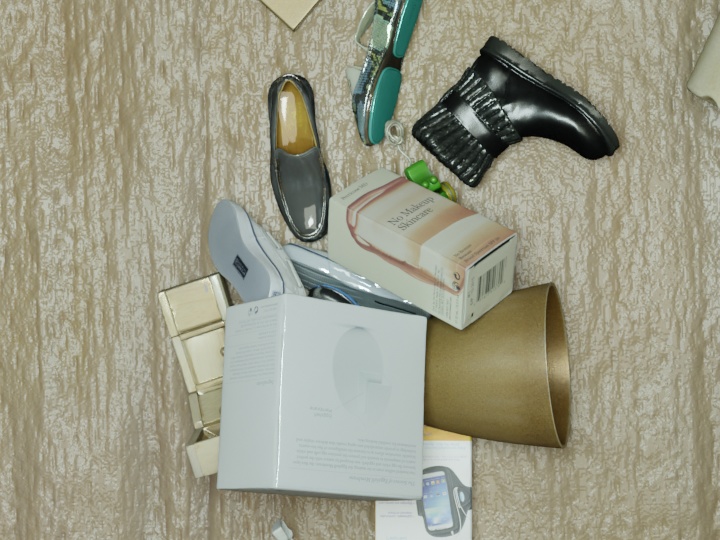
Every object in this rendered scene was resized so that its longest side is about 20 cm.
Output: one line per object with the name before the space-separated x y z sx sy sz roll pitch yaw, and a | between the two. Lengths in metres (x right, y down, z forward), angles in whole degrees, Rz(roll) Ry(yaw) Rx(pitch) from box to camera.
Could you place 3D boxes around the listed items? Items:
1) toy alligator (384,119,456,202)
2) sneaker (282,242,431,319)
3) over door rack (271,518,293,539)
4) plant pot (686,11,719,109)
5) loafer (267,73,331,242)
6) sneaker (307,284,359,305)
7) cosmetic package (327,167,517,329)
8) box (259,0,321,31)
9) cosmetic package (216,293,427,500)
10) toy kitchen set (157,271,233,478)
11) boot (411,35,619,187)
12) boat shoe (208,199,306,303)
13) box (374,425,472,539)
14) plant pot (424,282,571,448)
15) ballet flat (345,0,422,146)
toy alligator | 0.083 -0.086 1.731 0.059 0.054 0.202 -28 100 -17
sneaker | 0.000 0.000 1.753 0.198 0.073 0.071 19 63 5
over door rack | -0.098 0.399 1.748 0.147 0.067 0.201 -36 110 2
plant pot | 0.472 -0.253 1.674 0.199 0.200 0.185 32 104 1
loafer | -0.077 -0.133 1.742 0.072 0.072 0.203 -12 91 1
sneaker | -0.027 0.116 1.722 0.070 0.082 0.202 -10 88 36
cosmetic package | 0.068 -0.028 1.660 0.199 0.103 0.088 26 133 31
box | -0.100 -0.414 1.763 0.200 0.021 0.164 42 92 1
cosmetic package | -0.040 0.144 1.598 0.198 0.122 0.203 11 74 -36
toy kitchen set | -0.134 0.102 1.695 0.161 0.180 0.202 -18 95 1
boot | 0.180 -0.155 1.727 0.210 0.079 0.158 37 85 12
boat shoe | -0.121 -0.010 1.716 0.065 0.201 0.074 13 121 -35
box | 0.075 0.283 1.762 0.117 0.041 0.203 0 93 3
plant pot | 0.132 0.115 1.698 0.197 0.186 0.189 -5 91 14
ballet flat | 0.019 -0.249 1.748 0.073 0.074 0.202 17 90 2
